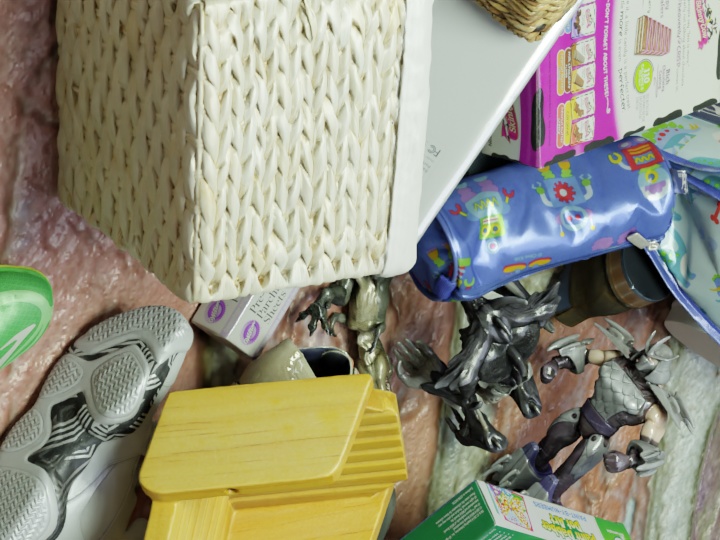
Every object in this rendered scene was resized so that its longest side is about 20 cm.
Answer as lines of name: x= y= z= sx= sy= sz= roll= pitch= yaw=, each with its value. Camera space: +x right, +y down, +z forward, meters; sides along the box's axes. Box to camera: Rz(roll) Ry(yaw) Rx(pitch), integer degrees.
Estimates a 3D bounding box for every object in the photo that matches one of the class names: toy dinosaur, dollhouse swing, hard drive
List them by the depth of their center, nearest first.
dollhouse swing: x=-0.057 y=0.189 z=1.578 sx=0.200 sy=0.180 sz=0.177 roll=80 pitch=5 yaw=-64
hard drive: x=0.037 y=-0.134 z=1.624 sx=0.201 sy=0.132 sz=0.025 roll=-55 pitch=177 yaw=3
toy dinosaur: x=0.000 y=0.000 z=1.724 sx=0.088 sy=0.047 sz=0.201 roll=-24 pitch=125 yaw=-57

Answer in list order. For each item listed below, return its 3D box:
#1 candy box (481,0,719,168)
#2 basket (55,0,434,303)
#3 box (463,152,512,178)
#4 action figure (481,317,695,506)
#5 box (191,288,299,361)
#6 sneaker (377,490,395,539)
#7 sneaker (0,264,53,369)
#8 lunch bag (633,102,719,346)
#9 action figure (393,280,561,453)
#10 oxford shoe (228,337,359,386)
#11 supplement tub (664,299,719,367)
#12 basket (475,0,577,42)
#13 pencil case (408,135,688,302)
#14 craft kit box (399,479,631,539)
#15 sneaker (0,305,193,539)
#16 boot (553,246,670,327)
candy box: x=0.170 y=-0.164 z=1.737 sx=0.199 sy=0.061 sz=0.137 roll=-20 pitch=117 yaw=-40
basket: x=-0.074 y=-0.105 z=1.475 sx=0.160 sy=0.198 sz=0.201 roll=-13 pitch=118 yaw=-30
box: x=0.112 y=-0.129 z=1.777 sx=0.157 sy=0.051 sz=0.201 roll=-32 pitch=128 yaw=-34
action figure: x=0.170 y=0.122 z=1.875 sx=0.069 sy=0.130 sz=0.200 roll=20 pitch=119 yaw=-43
box: x=-0.041 y=-0.037 z=1.666 sx=0.041 sy=0.039 sz=0.201 roll=40 pitch=78 yaw=-47
sneaker: x=-0.051 y=0.227 z=1.754 sx=0.114 sy=0.076 sz=0.201 roll=18 pitch=92 yaw=-47
sneaker: x=-0.254 y=0.061 z=1.453 sx=0.199 sy=0.083 sz=0.074 roll=-29 pitch=127 yaw=-36
lunch bag: x=0.283 y=-0.062 z=1.844 sx=0.170 sy=0.200 sz=0.128 roll=-39 pitch=172 yaw=-47
action figure: x=0.084 y=0.054 z=1.784 sx=0.119 sy=0.102 sz=0.200 roll=-43 pitch=157 yaw=-16
oxford shoe: x=-0.018 y=0.096 z=1.705 sx=0.074 sy=0.071 sz=0.200 roll=-50 pitch=154 yaw=8
supplement tub: x=0.345 y=-0.014 z=2.005 sx=0.145 sy=0.144 sz=0.201 roll=37 pitch=80 yaw=-48
basket: x=0.083 y=-0.265 z=1.540 sx=0.143 sy=0.200 sz=0.149 roll=-52 pitch=176 yaw=-13
pencil case: x=0.126 y=-0.035 z=1.722 sx=0.199 sy=0.087 sz=0.078 roll=-15 pitch=155 yaw=-21
craft kit box: x=0.079 y=0.243 z=1.847 sx=0.200 sy=0.049 sz=0.197 roll=-41 pitch=147 yaw=23
sneaker: x=-0.163 y=0.121 z=1.589 sx=0.200 sy=0.075 sz=0.115 roll=-52 pitch=139 yaw=-10
boot: x=0.201 y=-0.045 z=1.910 sx=0.075 sy=0.097 sz=0.201 roll=39 pitch=49 yaw=-21
